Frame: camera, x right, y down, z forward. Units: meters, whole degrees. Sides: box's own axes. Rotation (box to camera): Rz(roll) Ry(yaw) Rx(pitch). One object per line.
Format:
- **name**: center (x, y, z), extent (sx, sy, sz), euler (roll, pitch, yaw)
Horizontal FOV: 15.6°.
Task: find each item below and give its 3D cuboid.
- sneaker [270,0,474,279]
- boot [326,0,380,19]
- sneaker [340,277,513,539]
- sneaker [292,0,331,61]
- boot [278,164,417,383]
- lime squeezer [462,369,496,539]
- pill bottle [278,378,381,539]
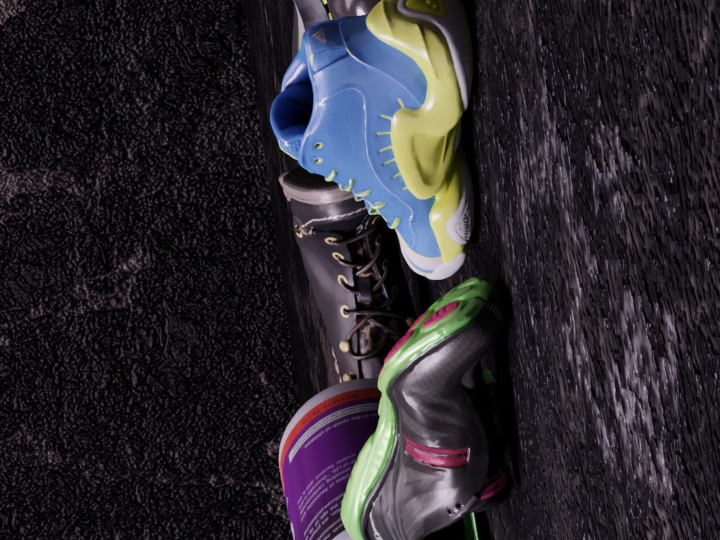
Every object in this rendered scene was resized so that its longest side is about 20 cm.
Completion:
- **sneaker**: center (0.005, -0.069, 1.377), extent (0.201, 0.104, 0.076), euler (87, 173, -46)
- **boot**: center (0.003, -0.127, 1.541), extent (0.200, 0.069, 0.175), euler (-103, 3, -64)
- **sneaker**: center (0.050, 0.082, 1.382), extent (0.077, 0.083, 0.201), euler (-46, -20, -40)
- **sneaker**: center (-0.003, -0.162, 1.666), extent (0.083, 0.071, 0.201), euler (52, 161, 38)
- **boot**: center (0.000, 0.000, 1.681), extent (0.200, 0.073, 0.152), euler (-171, 63, -80)
- **lime squeezer**: center (0.062, 0.112, 1.492), extent (0.071, 0.038, 0.201), euler (37, 145, 37)
- **pill bottle**: center (0.015, 0.164, 1.613), extent (0.201, 0.111, 0.113), euler (-104, 7, -56)
